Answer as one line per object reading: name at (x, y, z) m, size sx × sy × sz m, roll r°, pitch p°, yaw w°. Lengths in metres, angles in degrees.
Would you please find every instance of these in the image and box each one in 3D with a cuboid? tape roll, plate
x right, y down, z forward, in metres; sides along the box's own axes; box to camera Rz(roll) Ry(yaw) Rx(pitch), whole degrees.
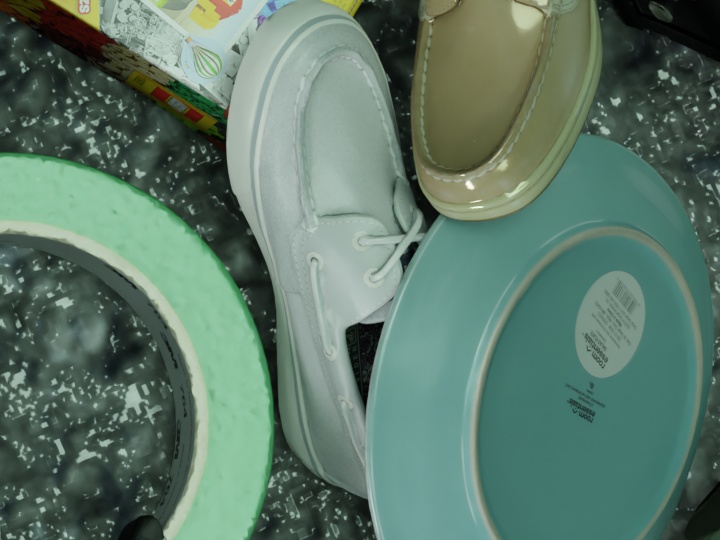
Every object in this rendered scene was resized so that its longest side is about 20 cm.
tape roll at (-0.134, 0.057, 1.012) m, size 0.200 × 0.048 × 0.201 m, roll 1°, pitch 86°, yaw -13°
plate at (0.078, 0.049, 1.017) m, size 0.200 × 0.026 × 0.200 m, roll -12°, pitch 107°, yaw -43°

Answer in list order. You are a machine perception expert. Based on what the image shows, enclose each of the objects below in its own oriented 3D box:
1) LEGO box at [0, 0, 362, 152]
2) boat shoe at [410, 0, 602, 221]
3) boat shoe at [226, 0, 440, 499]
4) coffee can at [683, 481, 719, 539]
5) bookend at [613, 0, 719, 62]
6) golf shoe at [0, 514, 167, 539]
LEGO box at (-0.051, -0.165, 1.034) m, size 0.149 × 0.077 × 0.200 m, roll 31°, pitch 79°, yaw -8°
boat shoe at (0.050, -0.115, 0.975) m, size 0.072 × 0.065 × 0.200 m, roll 1°, pitch 64°, yaw 29°
boat shoe at (0.000, 0.000, 0.991) m, size 0.072 × 0.068 × 0.200 m, roll -21°, pitch 122°, yaw -35°
coffee can at (0.241, 0.141, 1.041) m, size 0.146 × 0.146 × 0.200 m, roll -37°, pitch 94°, yaw -13°
bookend at (0.180, -0.091, 1.062) m, size 0.200 × 0.199 × 0.092 m, roll 31°, pitch 75°, yaw 36°
golf shoe at (-0.157, 0.127, 0.944) m, size 0.200 × 0.073 × 0.092 m, roll 1°, pitch 78°, yaw -23°
